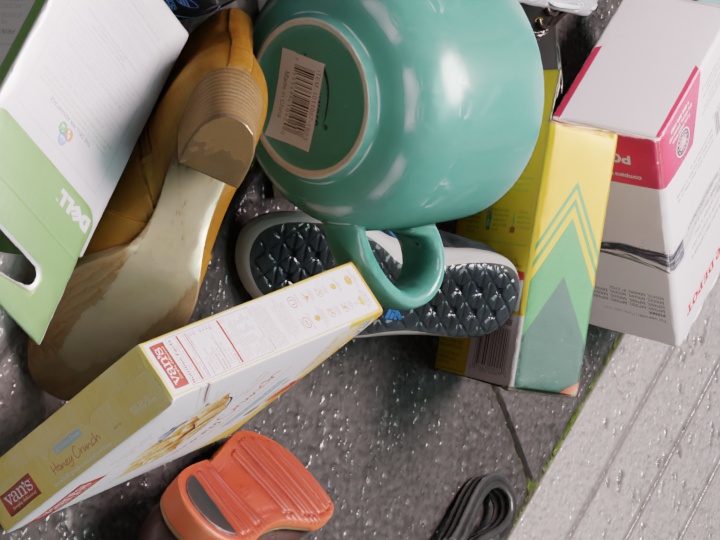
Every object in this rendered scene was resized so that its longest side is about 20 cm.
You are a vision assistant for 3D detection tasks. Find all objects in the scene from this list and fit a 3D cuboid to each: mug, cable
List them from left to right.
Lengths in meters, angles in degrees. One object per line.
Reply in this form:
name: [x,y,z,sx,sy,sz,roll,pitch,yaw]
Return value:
mug: [0.014,-0.084,1.503,0.114,0.152,0.186,-10,70,-49]
cable: [0.045,0.197,1.795,0.097,0.050,0.200,51,37,-26]

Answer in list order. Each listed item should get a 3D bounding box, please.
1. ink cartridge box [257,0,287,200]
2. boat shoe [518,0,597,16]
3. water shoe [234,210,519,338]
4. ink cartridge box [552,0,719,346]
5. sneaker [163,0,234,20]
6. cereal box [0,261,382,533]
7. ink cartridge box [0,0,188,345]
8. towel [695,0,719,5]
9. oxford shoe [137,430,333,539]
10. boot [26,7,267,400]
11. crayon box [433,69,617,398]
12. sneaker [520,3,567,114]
ink cartridge box: [0.008,-0.141,1.679,0.200,0.050,0.162,-27,116,-58]
boat shoe: [0.077,-0.182,1.652,0.201,0.074,0.065,-9,126,-42]
water shoe: [0.000,0.000,1.661,0.199,0.079,0.072,13,104,-33]
ink cartridge box: [0.206,-0.070,1.926,0.145,0.084,0.201,-57,149,-37]
sneaker: [-0.065,-0.194,1.520,0.200,0.078,0.070,-50,133,-42]
cereal box: [-0.093,0.066,1.453,0.040,0.144,0.200,57,35,8]
ink cartridge box: [-0.169,-0.074,1.387,0.104,0.059,0.201,53,50,-45]
towel: [0.239,-0.277,2.025,0.200,0.048,0.172,30,65,-55]
oxford shoe: [-0.078,0.143,1.569,0.073,0.071,0.200,-47,165,18]
boot: [-0.109,-0.037,1.469,0.071,0.202,0.144,30,21,-16]
crayon box: [0.106,-0.026,1.751,0.051,0.127,0.201,8,91,-21]
sneaker: [0.119,-0.175,1.787,0.075,0.106,0.201,-53,136,-41]
